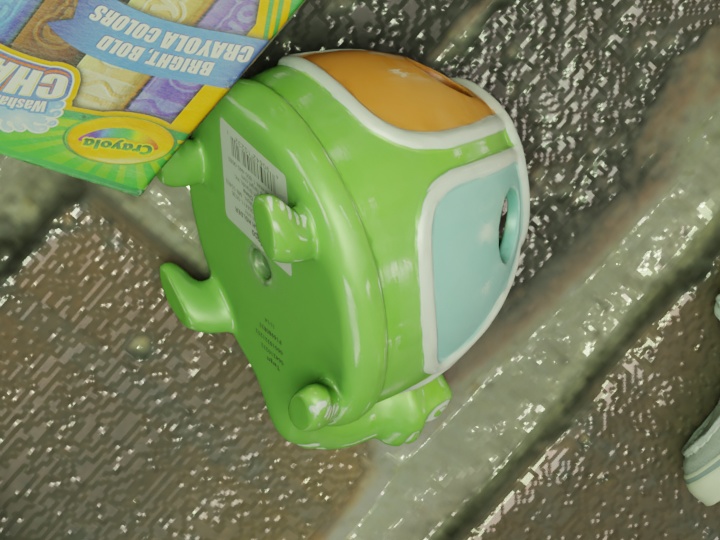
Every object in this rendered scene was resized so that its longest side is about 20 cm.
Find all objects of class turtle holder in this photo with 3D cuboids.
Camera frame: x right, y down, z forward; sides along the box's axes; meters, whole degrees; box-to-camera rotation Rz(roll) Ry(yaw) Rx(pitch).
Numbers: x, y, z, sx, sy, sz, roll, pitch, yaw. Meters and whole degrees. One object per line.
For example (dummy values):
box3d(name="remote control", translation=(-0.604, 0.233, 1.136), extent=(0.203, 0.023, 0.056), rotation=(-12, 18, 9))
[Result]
box3d(name="turtle holder", translation=(0.004, -0.002, 0.904), extent=(0.131, 0.141, 0.186), rotation=(-24, 104, -25))

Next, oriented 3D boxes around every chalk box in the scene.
box3d(name="chalk box", translation=(-0.112, -0.119, 0.810), extent=(0.123, 0.125, 0.200), rotation=(17, 132, -36))

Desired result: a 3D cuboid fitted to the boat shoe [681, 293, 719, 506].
box3d(name="boat shoe", translation=(0.201, 0.015, 1.007), extent=(0.071, 0.070, 0.201), rotation=(37, 102, 2))
